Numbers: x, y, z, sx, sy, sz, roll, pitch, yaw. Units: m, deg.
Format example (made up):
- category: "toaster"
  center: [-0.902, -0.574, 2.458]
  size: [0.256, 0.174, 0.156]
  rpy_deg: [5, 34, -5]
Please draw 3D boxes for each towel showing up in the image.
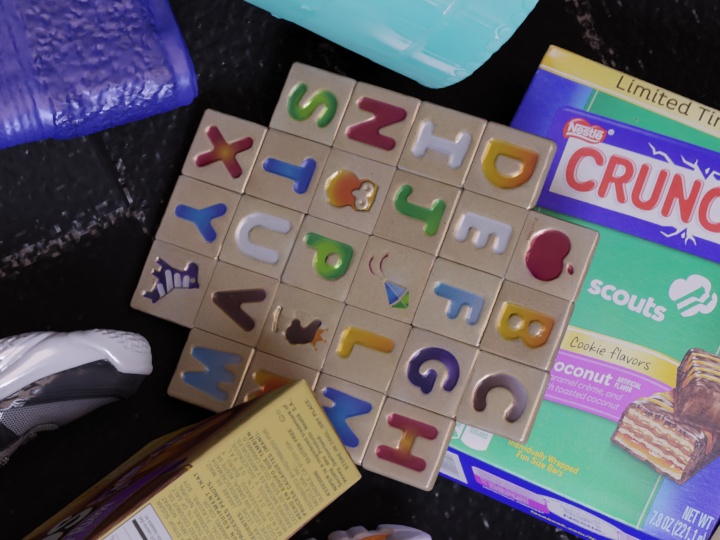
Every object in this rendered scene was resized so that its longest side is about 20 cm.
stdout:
- category: "towel"
  center: [-0.189, -0.117, 1.169]
  size: [0.200, 0.050, 0.148]
  rpy_deg: [-17, 81, -17]

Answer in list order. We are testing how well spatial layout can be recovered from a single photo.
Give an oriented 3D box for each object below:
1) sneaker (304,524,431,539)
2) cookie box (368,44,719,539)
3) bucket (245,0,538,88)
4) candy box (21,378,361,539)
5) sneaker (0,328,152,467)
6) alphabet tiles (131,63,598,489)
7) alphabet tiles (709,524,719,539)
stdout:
- category: "sneaker"
  center: [-0.054, 0.176, 1.154]
  size: [0.200, 0.078, 0.077]
  rpy_deg: [-14, 99, -14]
- category: "cookie box"
  center: [0.125, 0.020, 1.192]
  size: [0.171, 0.075, 0.200]
  rpy_deg: [23, 75, 15]
- category: "bucket"
  center: [0.019, -0.191, 1.159]
  size: [0.135, 0.207, 0.207]
  rpy_deg: [27, 76, -18]
- category: "candy box"
  center: [-0.104, 0.127, 1.081]
  size: [0.200, 0.117, 0.057]
  rpy_deg: [-35, 97, -44]
- category: "sneaker"
  center: [-0.180, 0.096, 1.129]
  size: [0.200, 0.075, 0.114]
  rpy_deg: [-14, 88, -11]
- category: "alphabet tiles"
  center: [0.000, 0.000, 1.162]
  size: [0.200, 0.006, 0.167]
  rpy_deg: [19, 82, 19]
- category: "alphabet tiles"
  center: [0.216, 0.134, 1.198]
  size: [0.167, 0.006, 0.200]
  rpy_deg: [-55, 143, -15]
